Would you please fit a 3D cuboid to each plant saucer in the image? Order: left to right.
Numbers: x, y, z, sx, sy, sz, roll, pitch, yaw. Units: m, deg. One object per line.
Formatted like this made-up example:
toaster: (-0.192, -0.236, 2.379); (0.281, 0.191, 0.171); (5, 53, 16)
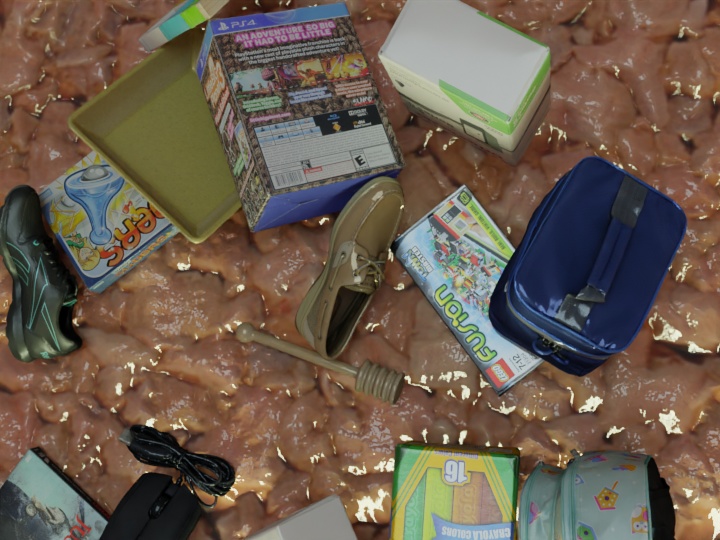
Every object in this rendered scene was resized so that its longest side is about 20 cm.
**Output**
plant saucer: (-0.185, -0.145, 1.060); (0.200, 0.049, 0.200); (42, 62, 6)

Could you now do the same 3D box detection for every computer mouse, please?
computer mouse: (-0.235, 0.277, 1.030); (0.137, 0.053, 0.202); (23, 78, 9)

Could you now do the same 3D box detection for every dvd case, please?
dvd case: (-0.343, 0.320, 1.075); (0.199, 0.022, 0.147); (38, 90, 11)

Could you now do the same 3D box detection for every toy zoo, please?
toy zoo: (-0.173, -0.302, 1.058); (0.021, 0.199, 0.132); (50, 65, -22)

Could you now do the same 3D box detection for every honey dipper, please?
honey dipper: (-0.048, 0.096, 1.045); (0.198, 0.038, 0.038); (19, 86, 14)

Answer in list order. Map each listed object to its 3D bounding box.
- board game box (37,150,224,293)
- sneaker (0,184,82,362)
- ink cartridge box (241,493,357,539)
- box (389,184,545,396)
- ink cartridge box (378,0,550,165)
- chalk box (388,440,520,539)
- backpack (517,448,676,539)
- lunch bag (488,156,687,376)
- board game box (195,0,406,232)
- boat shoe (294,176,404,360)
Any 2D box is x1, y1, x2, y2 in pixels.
board game box: (-0.265, -0.088, 1.110); (0.199, 0.034, 0.136); (-37, 78, 3)
sneaker: (-0.362, 0.003, 1.092); (0.078, 0.075, 0.203); (-3, 98, 9)
ink cartridge box: (-0.044, 0.344, 0.950); (0.082, 0.146, 0.202); (-16, 76, -36)
box: (0.131, 0.021, 1.023); (0.110, 0.035, 0.201); (-38, 78, 4)
ink cartridge box: (0.113, -0.191, 0.972); (0.144, 0.200, 0.085); (30, 91, 13)
chalk box: (0.094, 0.277, 0.949); (0.122, 0.124, 0.203); (2, 82, 11)
backpack: (0.222, 0.258, 0.889); (0.151, 0.200, 0.179); (0, 83, 11)
lunch bag: (0.217, 0.000, 0.932); (0.135, 0.133, 0.202); (28, 71, 5)
board game box: (-0.067, -0.165, 1.016); (0.157, 0.097, 0.202); (-14, 75, -23)
boat shoe: (0.000, 0.000, 1.003); (0.065, 0.071, 0.202); (46, 117, 47)
